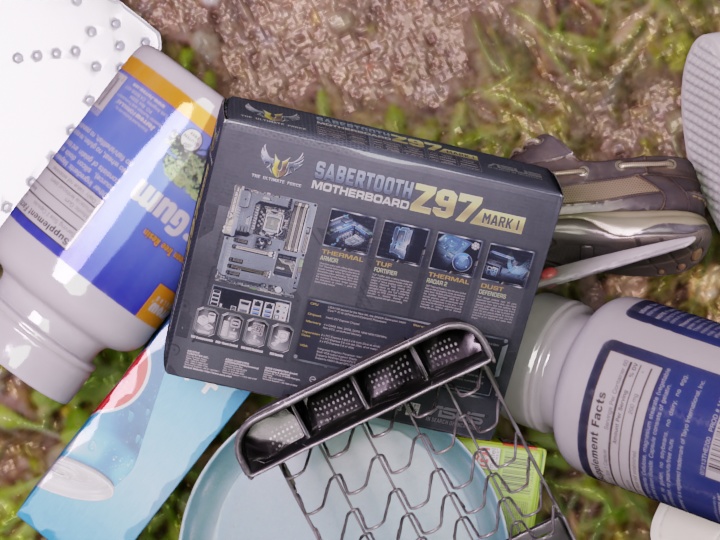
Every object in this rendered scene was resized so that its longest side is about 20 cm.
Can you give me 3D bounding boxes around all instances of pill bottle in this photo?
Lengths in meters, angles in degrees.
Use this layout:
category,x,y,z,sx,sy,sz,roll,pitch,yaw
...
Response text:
category,x,y,z,sx,sy,sz,roll,pitch,yaw
pill bottle,0.183,0.080,1.240,0.199,0.111,0.111,19,90,30
pill bottle,-0.145,-0.024,1.251,0.112,0.112,0.200,37,89,-3

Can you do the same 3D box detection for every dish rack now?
category,x,y,z,sx,sy,sz,roll,pitch,yaw
dish rack,0.037,0.135,1.195,0.153,0.055,0.201,-26,104,7

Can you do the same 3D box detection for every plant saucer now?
category,x,y,z,sx,sy,sz,roll,pitch,yaw
plant saucer,-0.009,0.172,1.260,0.199,0.027,0.201,0,90,7

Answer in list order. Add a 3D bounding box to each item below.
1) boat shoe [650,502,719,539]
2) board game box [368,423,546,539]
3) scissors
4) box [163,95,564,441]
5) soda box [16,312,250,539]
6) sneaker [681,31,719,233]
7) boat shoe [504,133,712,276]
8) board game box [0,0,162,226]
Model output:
category,x,y,z,sx,sy,sz,roll,pitch,yaw
boat shoe,0.255,0.112,1.302,0.202,0.072,0.060,-50,135,-14
board game box,0.048,0.199,1.298,0.101,0.048,0.201,8,90,-3
scissors,0.103,0.003,1.276,0.199,0.073,0.014,-23,113,7
box,0.000,0.000,1.203,0.199,0.051,0.158,11,110,-9
soda box,-0.120,0.086,1.279,0.068,0.064,0.200,38,88,-3
sneaker,0.274,-0.059,1.307,0.114,0.073,0.201,-17,86,-22
boat shoe,0.114,-0.040,1.296,0.199,0.075,0.074,3,65,1
board game box,-0.256,-0.123,1.287,0.200,0.026,0.200,38,88,-3
